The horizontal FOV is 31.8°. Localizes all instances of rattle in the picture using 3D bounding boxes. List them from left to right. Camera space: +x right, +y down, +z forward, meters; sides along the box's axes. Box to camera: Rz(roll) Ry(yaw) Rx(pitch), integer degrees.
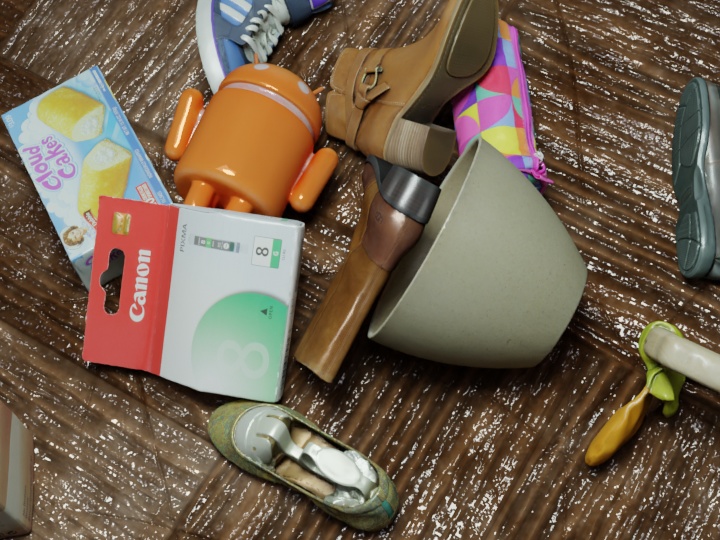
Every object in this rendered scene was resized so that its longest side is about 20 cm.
[{"bbox_3d":[0.315,0.136,1.071,0.198,0.130,0.145,26,77,-9],"label":"rattle"}]

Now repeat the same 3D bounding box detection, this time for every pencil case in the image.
[{"bbox_3d":[0.134,-0.153,1.239,0.087,0.089,0.203,-10,62,3],"label":"pencil case"}]

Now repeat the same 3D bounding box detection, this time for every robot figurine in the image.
[{"bbox_3d":[-0.110,-0.118,1.235,0.142,0.117,0.202,6,60,37],"label":"robot figurine"}]

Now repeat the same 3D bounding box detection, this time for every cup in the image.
[{"bbox_3d":[0.115,0.005,1.113,0.142,0.200,0.202,29,67,-3],"label":"cup"}]

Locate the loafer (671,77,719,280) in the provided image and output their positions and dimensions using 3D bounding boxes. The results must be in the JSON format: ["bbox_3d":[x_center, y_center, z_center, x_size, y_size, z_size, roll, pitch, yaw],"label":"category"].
[{"bbox_3d":[0.333,-0.084,1.193,0.062,0.072,0.203,9,69,-10],"label":"loafer"}]

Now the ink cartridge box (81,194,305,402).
[{"bbox_3d":[-0.157,0.023,1.155,0.196,0.050,0.164,8,96,3],"label":"ink cartridge box"}]

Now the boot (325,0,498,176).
[{"bbox_3d":[0.046,-0.200,1.238,0.154,0.076,0.203,25,104,43],"label":"boot"}]

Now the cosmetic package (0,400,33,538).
[{"bbox_3d":[-0.354,0.152,1.078,0.086,0.201,0.105,-9,61,4],"label":"cosmetic package"}]

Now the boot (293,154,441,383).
[{"bbox_3d":[0.000,0.000,1.174,0.068,0.188,0.202,26,94,-19],"label":"boot"}]

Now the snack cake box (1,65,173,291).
[{"bbox_3d":[-0.269,-0.095,1.274,0.114,0.067,0.201,-28,62,-8],"label":"snack cake box"}]

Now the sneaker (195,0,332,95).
[{"bbox_3d":[-0.094,-0.270,1.333,0.144,0.081,0.203,-10,56,7],"label":"sneaker"}]

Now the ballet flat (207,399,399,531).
[{"bbox_3d":[-0.054,0.160,1.109,0.198,0.071,0.071,27,69,20],"label":"ballet flat"}]
